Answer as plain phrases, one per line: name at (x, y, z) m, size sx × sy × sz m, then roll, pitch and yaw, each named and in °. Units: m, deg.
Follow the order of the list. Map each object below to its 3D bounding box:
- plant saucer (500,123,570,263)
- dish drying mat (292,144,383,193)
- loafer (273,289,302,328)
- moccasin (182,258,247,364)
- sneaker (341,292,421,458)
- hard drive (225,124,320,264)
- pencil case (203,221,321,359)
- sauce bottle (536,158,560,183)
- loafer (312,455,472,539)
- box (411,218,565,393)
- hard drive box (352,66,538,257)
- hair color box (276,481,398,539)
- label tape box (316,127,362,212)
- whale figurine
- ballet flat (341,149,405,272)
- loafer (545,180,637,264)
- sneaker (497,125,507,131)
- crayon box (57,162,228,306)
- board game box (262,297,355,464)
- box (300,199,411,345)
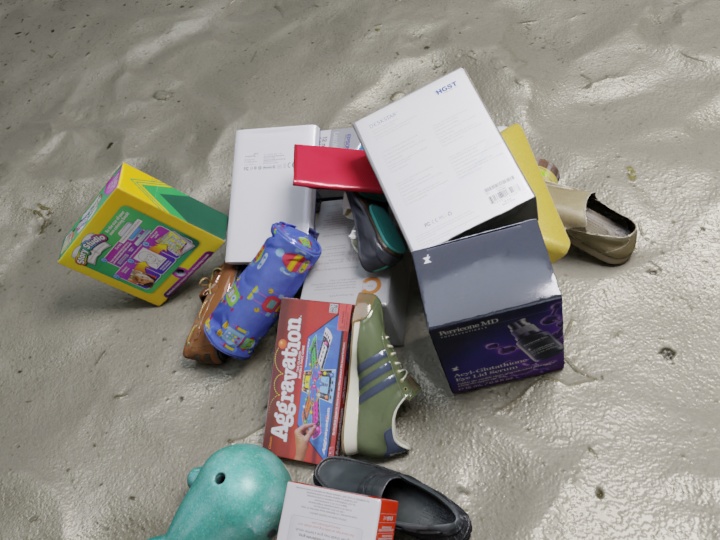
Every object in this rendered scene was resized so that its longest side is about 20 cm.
plant saucer at (0.153, -0.065, 0.966) m, size 0.200 × 0.048 × 0.201 m, roll -38°, pitch 56°, yaw 38°
dish drying mat at (0.010, -0.130, 0.975) m, size 0.199 × 0.018 × 0.077 m, roll 4°, pitch 52°, yaw -7°
loafer at (-0.106, -0.005, 1.105) m, size 0.069 × 0.075 × 0.201 m, roll -10°, pitch 58°, yaw 6°
moccasin at (-0.213, 0.045, 1.102) m, size 0.077 × 0.074 × 0.202 m, roll 5°, pitch 63°, yaw 14°
sneaker at (0.031, 0.131, 0.900) m, size 0.089 × 0.067 × 0.201 m, roll 5°, pitch 86°, yaw 9°
hard drive at (-0.127, -0.109, 1.071) m, size 0.131 × 0.025 × 0.201 m, roll 0°, pitch 80°, yaw 19°
pencil case at (-0.133, 0.023, 0.993) m, size 0.200 × 0.078 × 0.087 m, roll -54°, pitch 45°, yaw 16°
sauce bottle at (0.229, -0.071, 1.033) m, size 0.064 × 0.065 × 0.200 m, roll 7°, pitch 54°, yaw 26°
loafer at (0.031, 0.253, 0.827) m, size 0.200 × 0.071 × 0.068 m, roll 16°, pitch 57°, yaw 29°
box at (0.153, 0.049, 0.860) m, size 0.147 × 0.200 × 0.105 m, roll -15°, pitch 58°, yaw 9°
hard drive box at (0.101, -0.121, 0.892) m, size 0.155 × 0.077 × 0.201 m, roll -25°, pitch 67°, yaw 7°
hair color box at (-0.035, 0.329, 0.753) m, size 0.110 × 0.064 × 0.201 m, roll 4°, pitch 72°, yaw 23°
label tape box at (-0.020, -0.153, 1.136) m, size 0.199 × 0.143 × 0.066 m, roll 0°, pitch 65°, yaw 20°
whale figurine at (-0.173, 0.285, 0.855) m, size 0.200 × 0.104 × 0.159 m, roll -34°, pitch 48°, yaw -9°
ballet flat at (0.006, -0.078, 0.991) m, size 0.073 × 0.073 × 0.201 m, roll -18°, pitch 53°, yaw 5°
loafer at (0.277, -0.079, 0.972) m, size 0.199 × 0.068 × 0.076 m, roll 23°, pitch 61°, yaw 3°
sneaker at (0.161, -0.159, 1.139) m, size 0.200 × 0.077 × 0.080 m, roll -31°, pitch 36°, yaw -13°
crayon box at (-0.324, -0.047, 1.091) m, size 0.200 × 0.172 × 0.058 m, roll -38°, pitch 37°, yaw 35°
board game box at (-0.065, 0.138, 0.930) m, size 0.103 × 0.019 × 0.201 m, roll 4°, pitch 84°, yaw 25°
box at (0.000, 0.000, 1.037) m, size 0.124 × 0.098 × 0.201 m, roll -4°, pitch 50°, yaw 17°
